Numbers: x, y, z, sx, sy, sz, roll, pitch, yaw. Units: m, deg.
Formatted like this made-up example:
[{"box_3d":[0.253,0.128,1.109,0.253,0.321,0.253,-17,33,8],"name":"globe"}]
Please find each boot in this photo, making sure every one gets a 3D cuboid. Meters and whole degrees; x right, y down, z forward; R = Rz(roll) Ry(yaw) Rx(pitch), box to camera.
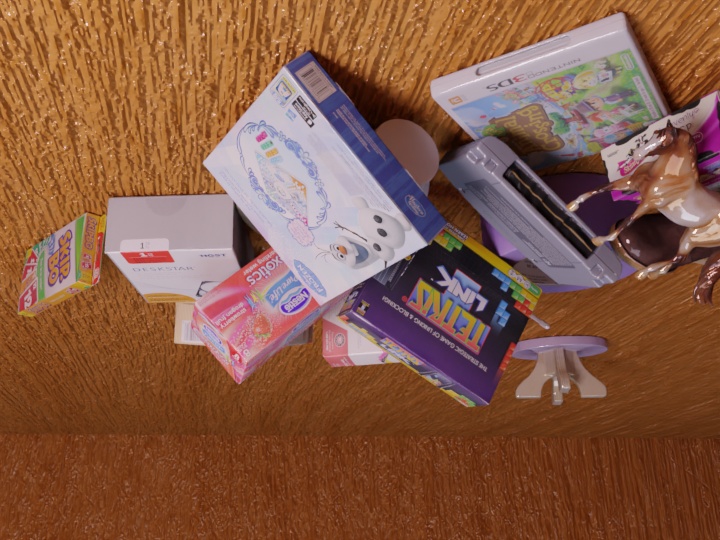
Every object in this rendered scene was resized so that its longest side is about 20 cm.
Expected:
[{"box_3d":[0.373,-0.062,0.803,0.199,0.073,0.166,3,148,-26],"name":"boot"}]

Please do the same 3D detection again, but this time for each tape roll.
[{"box_3d":[0.256,-0.042,0.998,0.199,0.085,0.200,-1,161,-1],"name":"tape roll"}]

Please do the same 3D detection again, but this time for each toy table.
[{"box_3d":[0.420,0.209,1.642,0.199,0.117,0.184,-7,159,17],"name":"toy table"}]

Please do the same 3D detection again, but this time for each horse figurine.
[{"box_3d":[0.296,-0.049,0.741,0.200,0.050,0.132,36,126,-22],"name":"horse figurine"}]

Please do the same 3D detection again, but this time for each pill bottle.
[{"box_3d":[0.007,-0.083,0.843,0.104,0.105,0.200,7,158,-22],"name":"pill bottle"}]

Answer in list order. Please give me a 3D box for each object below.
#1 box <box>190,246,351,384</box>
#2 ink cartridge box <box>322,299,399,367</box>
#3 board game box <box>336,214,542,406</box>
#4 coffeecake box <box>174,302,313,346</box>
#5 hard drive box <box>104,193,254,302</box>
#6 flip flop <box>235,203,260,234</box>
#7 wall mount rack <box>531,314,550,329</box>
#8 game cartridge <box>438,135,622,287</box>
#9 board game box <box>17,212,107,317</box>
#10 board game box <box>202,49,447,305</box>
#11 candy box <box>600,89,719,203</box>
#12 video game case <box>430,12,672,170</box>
[{"box_3d":[-0.106,0.037,0.997,0.200,0.103,0.095,-37,171,-26],"name":"box"},{"box_3d":[0.047,0.076,1.168,0.199,0.117,0.068,-5,158,10],"name":"ink cartridge box"},{"box_3d":[0.097,0.038,0.923,0.200,0.166,0.057,34,157,-12],"name":"board game box"},{"box_3d":[-0.174,0.079,1.215,0.153,0.073,0.200,2,178,14],"name":"coffeecake box"},{"box_3d":[-0.229,-0.024,1.028,0.155,0.077,0.200,-2,160,0],"name":"hard drive box"},{"box_3d":[-0.103,-0.079,0.911,0.081,0.058,0.200,3,160,-12],"name":"flip flop"},{"box_3d":[0.214,0.077,1.330,0.200,0.075,0.174,10,157,-30],"name":"wall mount rack"},{"box_3d":[0.174,-0.060,0.830,0.200,0.040,0.133,43,170,-11],"name":"game cartridge"},{"box_3d":[-0.397,-0.007,1.037,0.200,0.096,0.030,-19,153,39],"name":"board game box"},{"box_3d":[-0.043,-0.078,0.765,0.200,0.043,0.199,51,143,-7],"name":"board game box"},{"box_3d":[0.367,-0.115,0.801,0.200,0.061,0.136,3,161,-36],"name":"candy box"},{"box_3d":[0.193,-0.159,0.764,0.182,0.022,0.200,-13,157,29],"name":"video game case"}]
